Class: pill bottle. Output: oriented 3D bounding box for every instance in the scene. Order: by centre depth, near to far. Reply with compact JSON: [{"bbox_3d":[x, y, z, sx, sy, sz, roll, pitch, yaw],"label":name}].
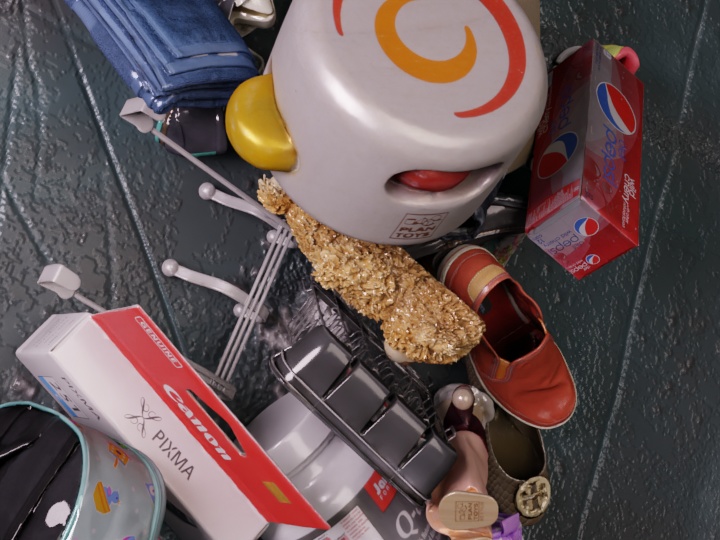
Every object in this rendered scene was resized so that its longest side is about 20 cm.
[{"bbox_3d":[-0.009,0.194,0.941,0.116,0.115,0.201,-44,105,-28],"label":"pill bottle"}]

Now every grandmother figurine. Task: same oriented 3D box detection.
[{"bbox_3d":[0.080,0.146,0.976,0.060,0.200,0.123,5,111,1],"label":"grandmother figurine"}]

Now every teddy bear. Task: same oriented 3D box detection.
[{"bbox_3d":[0.000,0.000,0.909,0.200,0.145,0.067,42,90,-9],"label":"teddy bear"}]

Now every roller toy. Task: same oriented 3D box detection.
[{"bbox_3d":[0.023,-0.116,0.849,0.182,0.140,0.201,35,54,0],"label":"roller toy"}]

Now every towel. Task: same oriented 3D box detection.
[{"bbox_3d":[-0.156,-0.198,0.873,0.201,0.049,0.111,52,35,16],"label":"towel"}]

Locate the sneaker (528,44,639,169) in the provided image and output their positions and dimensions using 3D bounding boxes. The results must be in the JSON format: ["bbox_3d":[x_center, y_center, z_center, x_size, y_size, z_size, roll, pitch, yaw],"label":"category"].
[{"bbox_3d":[0.213,-0.118,1.135,0.077,0.090,0.203,11,80,-32],"label":"sneaker"}]

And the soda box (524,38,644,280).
[{"bbox_3d":[0.185,-0.094,1.010,0.070,0.063,0.201,36,44,-22],"label":"soda box"}]

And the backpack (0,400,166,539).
[{"bbox_3d":[-0.206,0.192,0.785,0.153,0.174,0.202,27,73,-43],"label":"backpack"}]

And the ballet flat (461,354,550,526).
[{"bbox_3d":[0.130,0.126,1.080,0.067,0.046,0.203,-13,92,-32],"label":"ballet flat"}]

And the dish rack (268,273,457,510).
[{"bbox_3d":[0.001,0.079,0.933,0.055,0.200,0.153,-43,104,6],"label":"dish rack"}]

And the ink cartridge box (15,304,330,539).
[{"bbox_3d":[-0.133,0.114,0.837,0.045,0.176,0.201,-46,108,-25],"label":"ink cartridge box"}]

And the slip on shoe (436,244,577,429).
[{"bbox_3d":[0.128,0.064,1.010,0.074,0.061,0.201,-40,124,-10],"label":"slip on shoe"}]

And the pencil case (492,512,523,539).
[{"bbox_3d":[0.118,0.303,1.030,0.083,0.085,0.203,-18,94,-34],"label":"pencil case"}]

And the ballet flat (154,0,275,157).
[{"bbox_3d":[-0.102,-0.180,0.950,0.072,0.073,0.203,18,80,-29],"label":"ballet flat"}]

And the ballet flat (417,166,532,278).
[{"bbox_3d":[0.091,-0.006,1.069,0.200,0.075,0.064,-48,140,-23],"label":"ballet flat"}]

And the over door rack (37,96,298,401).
[{"bbox_3d":[-0.139,-0.013,0.903,0.200,0.066,0.149,42,63,-45],"label":"over door rack"}]

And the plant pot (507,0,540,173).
[{"bbox_3d":[0.073,-0.178,1.017,0.186,0.186,0.202,-32,116,-31],"label":"plant pot"}]

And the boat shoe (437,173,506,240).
[{"bbox_3d":[0.013,-0.088,0.955,0.198,0.071,0.091,15,46,10],"label":"boat shoe"}]

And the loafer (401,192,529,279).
[{"bbox_3d":[0.063,-0.028,1.016,0.197,0.073,0.073,-3,92,-2],"label":"loafer"}]
